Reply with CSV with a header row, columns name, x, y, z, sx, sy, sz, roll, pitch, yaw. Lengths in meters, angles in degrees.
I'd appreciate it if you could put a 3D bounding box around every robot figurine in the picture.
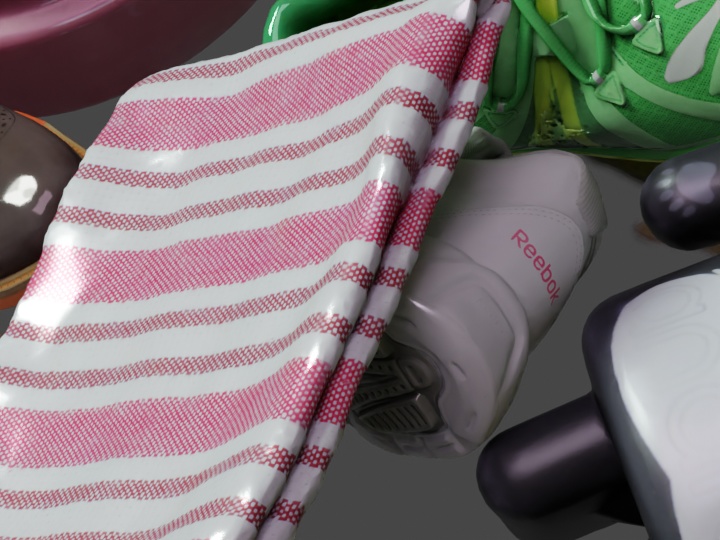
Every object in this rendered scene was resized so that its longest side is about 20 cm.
name,x,y,z,sx,sy,sz,roll,pitch,yaw
robot figurine,0.135,0.046,0.746,0.200,0.150,0.125,-22,22,5

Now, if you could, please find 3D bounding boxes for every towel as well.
name,x,y,z,sx,sy,sz,roll,pitch,yaw
towel,-0.047,0.010,0.728,0.146,0.030,0.200,-11,45,45

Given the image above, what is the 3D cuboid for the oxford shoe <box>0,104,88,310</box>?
name,x,y,z,sx,sy,sz,roll,pitch,yaw
oxford shoe,-0.159,-0.038,0.864,0.200,0.073,0.071,14,69,38

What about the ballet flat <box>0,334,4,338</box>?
name,x,y,z,sx,sy,sz,roll,pitch,yaw
ballet flat,-0.153,0.043,0.858,0.200,0.063,0.069,5,68,17

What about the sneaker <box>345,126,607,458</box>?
name,x,y,z,sx,sy,sz,roll,pitch,yaw
sneaker,0.000,0.000,0.807,0.099,0.078,0.200,-42,27,-26

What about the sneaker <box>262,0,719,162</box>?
name,x,y,z,sx,sy,sz,roll,pitch,yaw
sneaker,0.053,-0.067,0.806,0.200,0.084,0.074,-12,73,41

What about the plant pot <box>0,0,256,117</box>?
name,x,y,z,sx,sy,sz,roll,pitch,yaw
plant pot,-0.128,-0.173,0.887,0.200,0.179,0.200,-6,63,13
